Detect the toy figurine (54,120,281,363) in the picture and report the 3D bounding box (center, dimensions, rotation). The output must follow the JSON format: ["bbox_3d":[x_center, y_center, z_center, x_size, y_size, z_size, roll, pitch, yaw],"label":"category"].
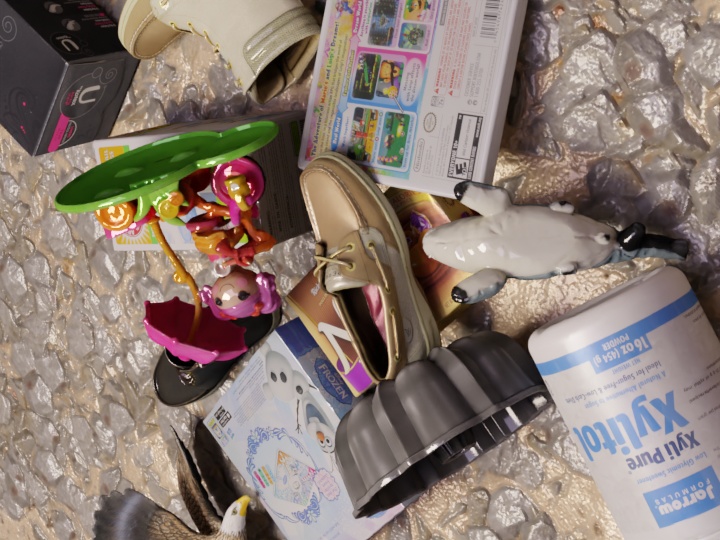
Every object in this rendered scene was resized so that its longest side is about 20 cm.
[{"bbox_3d":[-0.131,-0.012,1.056,0.199,0.150,0.185,-15,111,15],"label":"toy figurine"}]

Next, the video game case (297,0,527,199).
[{"bbox_3d":[0.041,-0.167,1.012,0.182,0.024,0.201,13,95,34],"label":"video game case"}]

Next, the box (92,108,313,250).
[{"bbox_3d":[-0.139,-0.082,1.161,0.199,0.101,0.113,1,105,37],"label":"box"}]

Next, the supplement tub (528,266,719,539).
[{"bbox_3d":[0.224,0.111,0.932,0.132,0.132,0.200,-30,86,39],"label":"supplement tub"}]

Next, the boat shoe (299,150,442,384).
[{"bbox_3d":[0.000,0.000,1.021,0.074,0.066,0.200,-22,97,48],"label":"boat shoe"}]

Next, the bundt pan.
[{"bbox_3d":[0.062,0.119,1.019,0.202,0.202,0.076,-46,68,37],"label":"bundt pan"}]

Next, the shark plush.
[{"bbox_3d":[0.147,-0.030,0.960,0.199,0.083,0.091,-11,84,5],"label":"shark plush"}]

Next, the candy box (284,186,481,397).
[{"bbox_3d":[0.032,0.008,1.092,0.117,0.056,0.200,53,127,10],"label":"candy box"}]

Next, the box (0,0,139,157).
[{"bbox_3d":[-0.336,-0.229,1.259,0.200,0.106,0.122,43,126,17],"label":"box"}]

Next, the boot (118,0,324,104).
[{"bbox_3d":[-0.129,-0.212,1.124,0.200,0.072,0.155,-36,76,35],"label":"boot"}]

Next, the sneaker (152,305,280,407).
[{"bbox_3d":[-0.175,0.085,1.241,0.075,0.106,0.200,54,128,10],"label":"sneaker"}]

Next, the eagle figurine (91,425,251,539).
[{"bbox_3d":[-0.159,0.271,1.273,0.200,0.152,0.151,31,86,7],"label":"eagle figurine"}]

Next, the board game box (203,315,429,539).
[{"bbox_3d":[-0.048,0.174,1.194,0.199,0.043,0.200,54,140,11],"label":"board game box"}]
